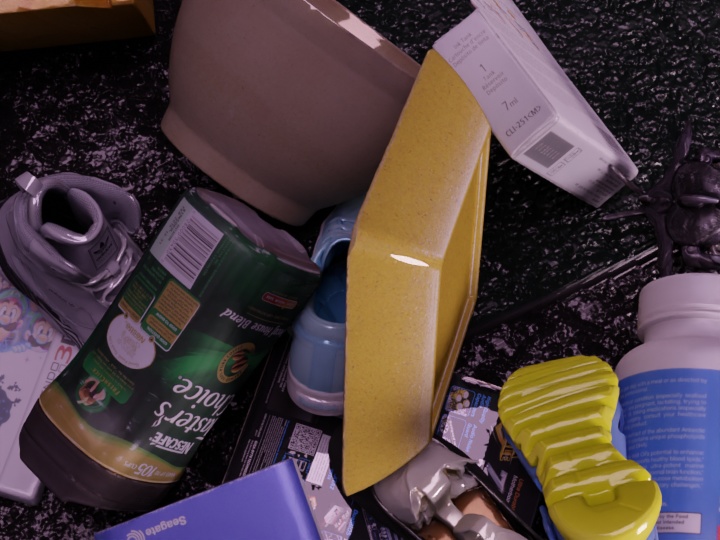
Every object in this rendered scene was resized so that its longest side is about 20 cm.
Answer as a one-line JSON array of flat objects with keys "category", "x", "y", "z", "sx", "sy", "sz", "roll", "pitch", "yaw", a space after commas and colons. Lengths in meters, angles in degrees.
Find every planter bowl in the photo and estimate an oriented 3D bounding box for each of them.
[{"category": "planter bowl", "x": -0.049, "y": -0.115, "z": 1.169, "sx": 0.200, "sy": 0.200, "sz": 0.135, "roll": 38, "pitch": 100, "yaw": 15}]

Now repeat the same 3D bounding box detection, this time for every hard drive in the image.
[{"category": "hard drive", "x": -0.068, "y": 0.231, "z": 1.057, "sx": 0.131, "sy": 0.025, "sz": 0.201, "roll": -21, "pitch": 81, "yaw": 4}]

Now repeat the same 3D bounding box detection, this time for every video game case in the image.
[{"category": "video game case", "x": -0.280, "y": 0.044, "z": 1.180, "sx": 0.199, "sy": 0.024, "sz": 0.183, "roll": 16, "pitch": 69, "yaw": 6}]

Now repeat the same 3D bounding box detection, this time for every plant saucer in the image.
[{"category": "plant saucer", "x": 0.038, "y": 0.003, "z": 1.043, "sx": 0.048, "sy": 0.201, "sz": 0.200, "roll": 10, "pitch": 40, "yaw": 10}]

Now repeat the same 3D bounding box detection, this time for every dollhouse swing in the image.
[{"category": "dollhouse swing", "x": -0.255, "y": -0.249, "z": 1.232, "sx": 0.199, "sy": 0.182, "sz": 0.177, "roll": -5, "pitch": 88, "yaw": -1}]

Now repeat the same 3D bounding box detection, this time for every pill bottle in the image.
[{"category": "pill bottle", "x": 0.212, "y": 0.109, "z": 1.101, "sx": 0.111, "sy": 0.112, "sz": 0.201, "roll": 4, "pitch": 68, "yaw": 3}]

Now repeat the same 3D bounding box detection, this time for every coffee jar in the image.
[{"category": "coffee jar", "x": -0.117, "y": 0.054, "z": 1.057, "sx": 0.085, "sy": 0.104, "sz": 0.200, "roll": 40, "pitch": 100, "yaw": 25}]

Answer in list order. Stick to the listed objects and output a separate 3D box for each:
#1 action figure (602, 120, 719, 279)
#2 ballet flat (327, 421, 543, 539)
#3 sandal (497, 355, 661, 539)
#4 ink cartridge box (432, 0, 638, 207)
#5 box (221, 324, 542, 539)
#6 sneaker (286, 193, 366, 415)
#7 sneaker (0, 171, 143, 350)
[{"category": "action figure", "x": 0.265, "y": -0.029, "z": 1.165, "sx": 0.199, "sy": 0.102, "sz": 0.120, "roll": 8, "pitch": 74, "yaw": 14}, {"category": "ballet flat", "x": 0.063, "y": 0.147, "z": 1.060, "sx": 0.200, "sy": 0.068, "sz": 0.068, "roll": 38, "pitch": 72, "yaw": 15}, {"category": "sandal", "x": 0.131, "y": 0.125, "z": 1.046, "sx": 0.079, "sy": 0.087, "sz": 0.200, "roll": -12, "pitch": 31, "yaw": 4}, {"category": "ink cartridge box", "x": 0.097, "y": -0.135, "z": 1.158, "sx": 0.044, "sy": 0.200, "sz": 0.174, "roll": -40, "pitch": 70, "yaw": 14}, {"category": "box", "x": 0.011, "y": 0.153, "z": 1.120, "sx": 0.197, "sy": 0.050, "sz": 0.201, "roll": 17, "pitch": 69, "yaw": 6}, {"category": "sneaker", "x": 0.000, "y": 0.000, "z": 1.132, "sx": 0.073, "sy": 0.082, "sz": 0.201, "roll": 11, "pitch": 41, "yaw": -1}, {"category": "sneaker", "x": -0.157, "y": 0.014, "z": 1.124, "sx": 0.200, "sy": 0.115, "sz": 0.075, "roll": 41, "pitch": 67, "yaw": -2}]
